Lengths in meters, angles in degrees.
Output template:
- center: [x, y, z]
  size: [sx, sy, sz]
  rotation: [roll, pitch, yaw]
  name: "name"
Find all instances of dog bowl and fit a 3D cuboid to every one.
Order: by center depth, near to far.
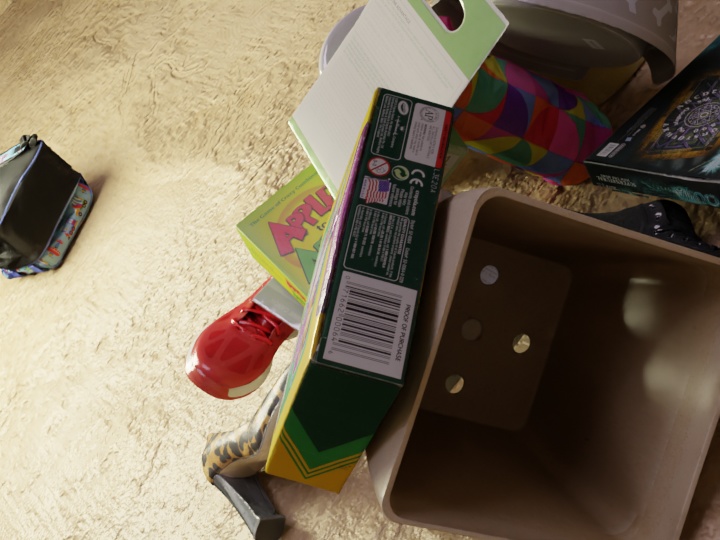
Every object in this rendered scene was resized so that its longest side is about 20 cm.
- center: [0.157, -0.204, 0.922]
  size: [0.200, 0.200, 0.059]
  rotation: [14, 88, 53]
  name: "dog bowl"

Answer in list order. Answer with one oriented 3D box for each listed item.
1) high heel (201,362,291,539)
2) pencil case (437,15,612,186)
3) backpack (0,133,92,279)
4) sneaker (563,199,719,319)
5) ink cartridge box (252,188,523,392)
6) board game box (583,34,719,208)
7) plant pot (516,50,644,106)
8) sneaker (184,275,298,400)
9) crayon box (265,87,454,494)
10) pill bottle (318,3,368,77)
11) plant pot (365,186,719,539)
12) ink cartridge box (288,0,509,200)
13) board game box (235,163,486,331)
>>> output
- center: [-0.083, 0.116, 1.014]
  size: [0.143, 0.071, 0.200]
  rotation: [42, 115, 52]
  name: "high heel"
- center: [0.120, -0.133, 0.960]
  size: [0.088, 0.200, 0.089]
  rotation: [-19, 63, 42]
  name: "pencil case"
- center: [-0.505, -0.078, 1.668]
  size: [0.200, 0.135, 0.183]
  rotation: [-13, 48, 40]
  name: "backpack"
- center: [0.225, -0.013, 0.848]
  size: [0.200, 0.060, 0.104]
  rotation: [-14, 50, 45]
  name: "sneaker"
- center: [0.040, 0.015, 0.959]
  size: [0.200, 0.044, 0.174]
  rotation: [31, 72, 31]
  name: "ink cartridge box"
- center: [0.281, -0.123, 0.877]
  size: [0.200, 0.028, 0.135]
  rotation: [-41, 31, -19]
  name: "board game box"
- center: [0.157, -0.247, 1.086]
  size: [0.200, 0.142, 0.200]
  rotation: [-29, 38, 26]
  name: "plant pot"
- center: [-0.082, 0.026, 1.051]
  size: [0.116, 0.078, 0.200]
  rotation: [-62, -6, 33]
  name: "sneaker"
- center: [-0.001, 0.016, 0.746]
  size: [0.173, 0.058, 0.200]
  rotation: [112, 172, -58]
  name: "crayon box"
- center: [0.027, -0.145, 1.073]
  size: [0.119, 0.200, 0.120]
  rotation: [-1, 71, 2]
  name: "pill bottle"
- center: [0.105, 0.056, 0.771]
  size: [0.177, 0.199, 0.201]
  rotation: [-147, 74, -71]
  name: "plant pot"
- center: [0.035, -0.139, 0.880]
  size: [0.200, 0.048, 0.146]
  rotation: [-53, 48, 27]
  name: "ink cartridge box"
- center: [0.000, 0.000, 0.926]
  size: [0.102, 0.048, 0.200]
  rotation: [-40, 55, -10]
  name: "board game box"
